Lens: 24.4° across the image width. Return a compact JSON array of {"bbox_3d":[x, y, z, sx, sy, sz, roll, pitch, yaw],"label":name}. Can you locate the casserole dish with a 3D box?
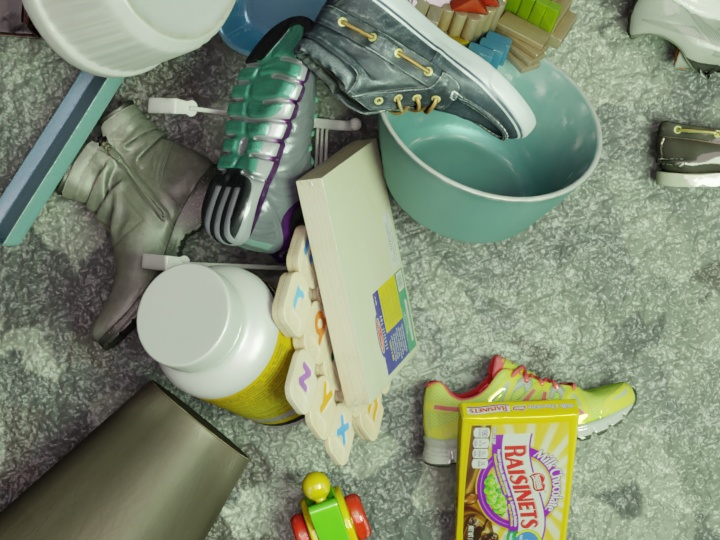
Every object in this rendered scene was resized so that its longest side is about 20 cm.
[{"bbox_3d":[-0.045,-0.237,1.439,0.200,0.039,0.121,15,116,27],"label":"casserole dish"}]

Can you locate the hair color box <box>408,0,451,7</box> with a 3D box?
[{"bbox_3d":[0.000,-0.304,1.473,0.099,0.061,0.200,-27,93,-2],"label":"hair color box"}]

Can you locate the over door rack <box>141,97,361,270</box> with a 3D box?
[{"bbox_3d":[-0.085,-0.067,1.437,0.200,0.067,0.148,3,91,-33],"label":"over door rack"}]

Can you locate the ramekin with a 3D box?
[{"bbox_3d":[-0.183,-0.263,1.379,0.094,0.202,0.203,1,92,39],"label":"ramekin"}]

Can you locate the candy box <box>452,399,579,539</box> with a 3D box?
[{"bbox_3d":[0.134,0.197,1.465,0.102,0.026,0.200,-3,125,-5],"label":"candy box"}]

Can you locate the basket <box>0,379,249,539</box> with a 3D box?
[{"bbox_3d":[-0.202,0.206,1.443,0.180,0.136,0.200,39,85,-6],"label":"basket"}]

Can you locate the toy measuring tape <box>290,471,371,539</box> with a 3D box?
[{"bbox_3d":[-0.016,0.260,1.500,0.073,0.074,0.200,-20,115,-3],"label":"toy measuring tape"}]

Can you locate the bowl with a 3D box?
[{"bbox_3d":[0.098,-0.102,1.441,0.200,0.105,0.201,9,49,-10],"label":"bowl"}]

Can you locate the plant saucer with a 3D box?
[{"bbox_3d":[-0.264,-0.111,1.462,0.019,0.070,0.200,34,89,-31],"label":"plant saucer"}]

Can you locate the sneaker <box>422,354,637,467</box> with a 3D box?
[{"bbox_3d":[0.148,0.116,1.490,0.200,0.078,0.090,-11,86,-5],"label":"sneaker"}]

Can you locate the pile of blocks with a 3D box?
[{"bbox_3d":[0.118,-0.215,1.433,0.200,0.062,0.082,-25,61,-33],"label":"pile of blocks"}]

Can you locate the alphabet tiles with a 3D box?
[{"bbox_3d":[-0.020,0.056,1.420,0.015,0.200,0.196,-4,51,26],"label":"alphabet tiles"}]

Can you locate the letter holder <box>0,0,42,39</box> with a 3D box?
[{"bbox_3d":[-0.276,-0.304,1.414,0.100,0.142,0.200,4,91,-4],"label":"letter holder"}]

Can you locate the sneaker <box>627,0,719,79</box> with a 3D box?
[{"bbox_3d":[0.332,-0.201,1.500,0.200,0.074,0.079,27,99,2],"label":"sneaker"}]

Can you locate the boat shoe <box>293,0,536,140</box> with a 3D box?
[{"bbox_3d":[0.043,-0.150,1.353,0.200,0.071,0.091,38,80,-9],"label":"boat shoe"}]

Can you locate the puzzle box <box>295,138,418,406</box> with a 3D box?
[{"bbox_3d":[0.000,0.000,1.419,0.025,0.133,0.200,-6,106,22],"label":"puzzle box"}]

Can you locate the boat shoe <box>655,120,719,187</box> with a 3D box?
[{"bbox_3d":[0.367,-0.108,1.498,0.201,0.072,0.061,-2,96,-1],"label":"boat shoe"}]

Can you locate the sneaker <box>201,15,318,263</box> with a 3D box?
[{"bbox_3d":[-0.065,-0.109,1.391,0.087,0.074,0.200,25,83,-43],"label":"sneaker"}]

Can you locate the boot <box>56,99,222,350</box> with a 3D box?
[{"bbox_3d":[-0.215,-0.041,1.470,0.131,0.068,0.200,32,81,-2],"label":"boot"}]

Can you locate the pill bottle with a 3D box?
[{"bbox_3d":[-0.102,0.061,1.397,0.112,0.200,0.113,-7,73,21],"label":"pill bottle"}]
